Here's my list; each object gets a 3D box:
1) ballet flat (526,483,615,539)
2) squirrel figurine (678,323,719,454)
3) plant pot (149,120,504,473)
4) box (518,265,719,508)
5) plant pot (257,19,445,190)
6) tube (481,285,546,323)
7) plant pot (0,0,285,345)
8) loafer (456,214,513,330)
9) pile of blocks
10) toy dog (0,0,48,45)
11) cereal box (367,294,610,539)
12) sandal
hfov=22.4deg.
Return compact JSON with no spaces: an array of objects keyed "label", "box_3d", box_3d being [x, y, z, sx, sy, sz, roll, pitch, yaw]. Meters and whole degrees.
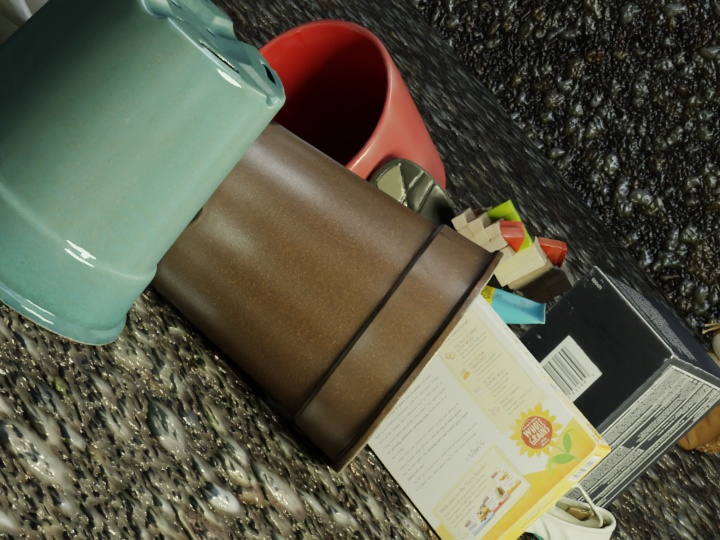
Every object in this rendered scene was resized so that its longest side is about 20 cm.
[{"label":"ballet flat","box_3d":[0.152,0.195,1.567,0.200,0.069,0.069,34,17,-40]},{"label":"squirrel figurine","box_3d":[0.501,0.157,2.509,0.200,0.187,0.142,37,15,-31]},{"label":"plant pot","box_3d":[-0.033,0.007,1.320,0.198,0.200,0.200,38,13,1]},{"label":"box","box_3d":[0.216,0.120,1.702,0.123,0.200,0.198,52,13,28]},{"label":"plant pot","box_3d":[-0.016,-0.112,1.753,0.177,0.200,0.201,44,9,-49]},{"label":"tube","box_3d":[0.067,0.023,1.634,0.199,0.051,0.077,10,18,5]},{"label":"plant pot","box_3d":[-0.166,-0.092,1.168,0.200,0.196,0.200,42,13,-11]},{"label":"loafer","box_3d":[0.127,0.037,1.779,0.072,0.063,0.201,-80,158,-77]},{"label":"pile of blocks","box_3d":[0.150,-0.026,1.685,0.200,0.062,0.082,29,37,-63]},{"label":"toy dog","box_3d":[-0.194,-0.146,1.323,0.200,0.140,0.194,49,-12,-7]},{"label":"cereal box","box_3d":[0.078,0.111,1.419,0.200,0.144,0.040,52,14,24]},{"label":"sandal","box_3d":[0.066,-0.023,1.692,0.201,0.080,0.057,52,4,-31]}]
